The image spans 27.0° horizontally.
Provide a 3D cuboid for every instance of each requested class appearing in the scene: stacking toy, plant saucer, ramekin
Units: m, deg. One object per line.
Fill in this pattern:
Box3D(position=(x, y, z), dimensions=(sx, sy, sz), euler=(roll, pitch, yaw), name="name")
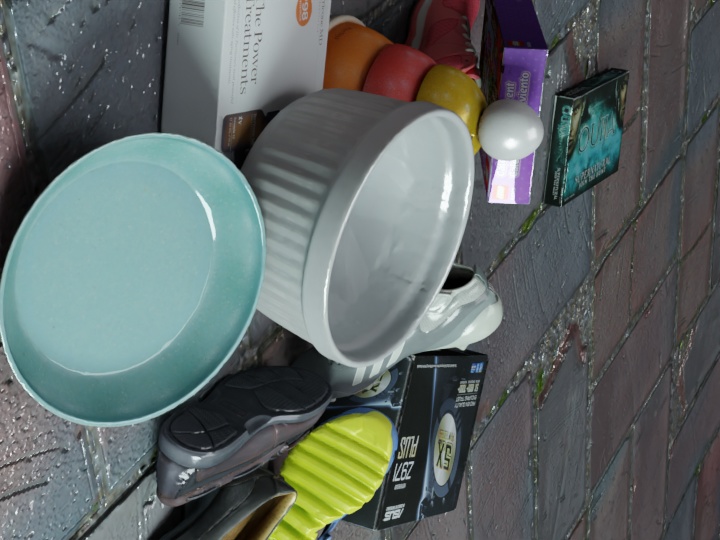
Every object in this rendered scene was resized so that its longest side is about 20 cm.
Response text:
Box3D(position=(0.050, -0.121, 1.205), dimensions=(0.146, 0.200, 0.146), euler=(-37, 134, -53), name="stacking toy")
Box3D(position=(-0.152, 0.003, 0.983), dimensions=(0.200, 0.036, 0.200), euler=(-18, 119, -35), name="plant saucer")
Box3D(position=(-0.010, -0.039, 1.104), dimensions=(0.200, 0.105, 0.200), euler=(-42, 144, -40), name="ramekin")

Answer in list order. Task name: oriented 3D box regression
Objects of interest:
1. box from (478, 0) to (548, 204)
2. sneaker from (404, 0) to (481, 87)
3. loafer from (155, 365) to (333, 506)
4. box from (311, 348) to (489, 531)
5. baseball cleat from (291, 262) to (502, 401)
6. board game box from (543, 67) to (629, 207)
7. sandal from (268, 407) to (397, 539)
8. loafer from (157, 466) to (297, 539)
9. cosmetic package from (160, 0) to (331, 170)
Box3D(position=(0.128, -0.160, 1.309), dimensions=(0.200, 0.039, 0.137), euler=(-89, -178, -64), name="box")
Box3D(position=(0.078, -0.186, 1.364), dimensions=(0.200, 0.087, 0.074), euler=(-60, 151, -32), name="sneaker")
Box3D(position=(-0.096, 0.129, 1.192), dimensions=(0.200, 0.072, 0.063), euler=(-21, 137, -56), name="loafer")
Box3D(position=(0.035, 0.150, 1.434), dimensions=(0.200, 0.086, 0.164), euler=(8, 95, -64), name="box")
Box3D(position=(0.016, 0.042, 1.265), dimensions=(0.070, 0.200, 0.106), euler=(-103, 165, -47), name="baseball cleat")
Box3D(position=(0.280, -0.167, 1.851), dimensions=(0.200, 0.028, 0.135), euler=(-31, 130, -56), name="board game box")
Box3D(position=(-0.038, 0.191, 1.278), dimensions=(0.200, 0.079, 0.087), euler=(-50, 173, 20), name="sandal")
Box3D(position=(-0.121, 0.231, 1.169), dimensions=(0.200, 0.072, 0.073), euler=(-62, 151, -28), name="loafer")
Box3D(position=(-0.084, -0.120, 1.107), dimensions=(0.151, 0.052, 0.200), euler=(-26, 125, -61), name="cosmetic package")
